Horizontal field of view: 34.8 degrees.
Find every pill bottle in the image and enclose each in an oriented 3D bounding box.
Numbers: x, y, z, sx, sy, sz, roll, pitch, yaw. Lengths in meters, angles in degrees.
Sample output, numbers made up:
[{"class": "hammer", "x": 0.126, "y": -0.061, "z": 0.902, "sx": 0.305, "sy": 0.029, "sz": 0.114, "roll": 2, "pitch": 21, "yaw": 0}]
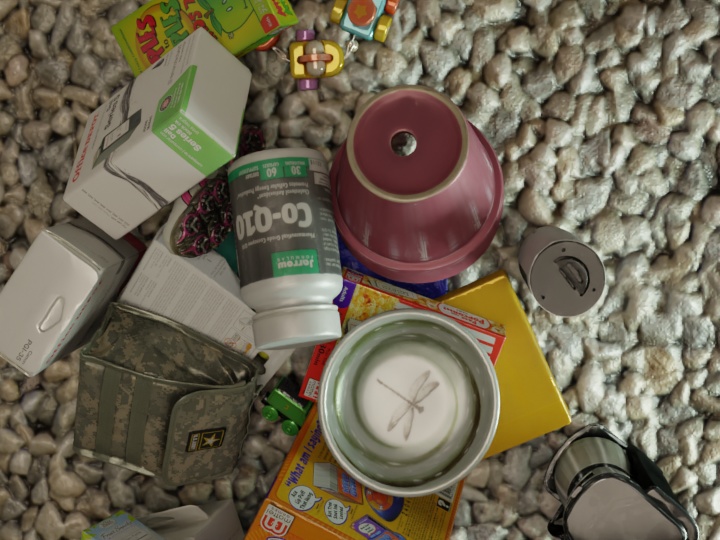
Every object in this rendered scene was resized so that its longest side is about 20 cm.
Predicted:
[{"class": "pill bottle", "x": -0.079, "y": -0.021, "z": 1.239, "sx": 0.112, "sy": 0.113, "sz": 0.202, "roll": -9, "pitch": 80, "yaw": 5}]

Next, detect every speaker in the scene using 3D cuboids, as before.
[{"class": "speaker", "x": 0.217, "y": -0.002, "z": 1.257, "sx": 0.080, "sy": 0.200, "sz": 0.082, "roll": 0, "pitch": 97, "yaw": 4}]

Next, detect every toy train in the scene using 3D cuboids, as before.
[{"class": "toy train", "x": -0.031, "y": 0.199, "z": 1.373, "sx": 0.199, "sy": 0.042, "sz": 0.057, "roll": 35, "pitch": 126, "yaw": -1}, {"class": "toy train", "x": -0.055, "y": -0.295, "z": 1.314, "sx": 0.199, "sy": 0.056, "sz": 0.151, "roll": -30, "pitch": 94, "yaw": 7}]

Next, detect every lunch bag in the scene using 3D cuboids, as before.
[{"class": "lunch bag", "x": -0.220, "y": 0.154, "z": 1.326, "sx": 0.198, "sy": 0.118, "sz": 0.165, "roll": 18, "pitch": 129, "yaw": 1}]

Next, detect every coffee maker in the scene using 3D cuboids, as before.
[{"class": "coffee maker", "x": 0.309, "y": 0.274, "z": 1.285, "sx": 0.190, "sy": 0.200, "sz": 0.136, "roll": 15, "pitch": 99, "yaw": 2}]

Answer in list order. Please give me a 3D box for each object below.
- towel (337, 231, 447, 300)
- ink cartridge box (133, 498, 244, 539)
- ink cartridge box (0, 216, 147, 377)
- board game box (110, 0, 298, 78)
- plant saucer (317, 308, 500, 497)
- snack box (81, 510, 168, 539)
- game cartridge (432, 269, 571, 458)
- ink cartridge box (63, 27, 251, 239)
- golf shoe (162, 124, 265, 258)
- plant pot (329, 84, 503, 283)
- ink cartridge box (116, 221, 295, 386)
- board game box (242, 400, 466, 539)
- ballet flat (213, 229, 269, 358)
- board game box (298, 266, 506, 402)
[{"class": "towel", "x": 0.000, "y": 0.000, "z": 1.349, "sx": 0.198, "sy": 0.050, "sz": 0.149, "roll": -12, "pitch": 95, "yaw": 5}, {"class": "ink cartridge box", "x": -0.203, "y": 0.371, "z": 1.360, "sx": 0.127, "sy": 0.125, "sz": 0.202, "roll": -15, "pitch": 96, "yaw": 18}, {"class": "ink cartridge box", "x": -0.332, "y": 0.021, "z": 1.299, "sx": 0.082, "sy": 0.200, "sz": 0.147, "roll": 35, "pitch": 98, "yaw": -1}, {"class": "board game box", "x": -0.178, "y": -0.277, "z": 1.295, "sx": 0.199, "sy": 0.048, "sz": 0.102, "roll": -25, "pitch": 95, "yaw": 28}, {"class": "plant saucer", "x": 0.051, "y": 0.142, "z": 1.250, "sx": 0.198, "sy": 0.050, "sz": 0.203, "roll": 0, "pitch": 89, "yaw": -5}, {"class": "snack box", "x": -0.219, "y": 0.382, "z": 1.237, "sx": 0.199, "sy": 0.067, "sz": 0.170, "roll": 24, "pitch": 115, "yaw": 27}, {"class": "game cartridge", "x": 0.129, "y": 0.122, "z": 1.345, "sx": 0.175, "sy": 0.032, "sz": 0.202, "roll": -23, "pitch": 102, "yaw": 10}, {"class": "ink cartridge box", "x": -0.223, "y": -0.148, "z": 1.259, "sx": 0.199, "sy": 0.147, "sz": 0.084, "roll": -30, "pitch": 128, "yaw": 31}, {"class": "golf shoe", "x": -0.180, "y": -0.088, "z": 1.297, "sx": 0.091, "sy": 0.201, "sz": 0.073, "roll": 2, "pitch": 134, "yaw": 24}, {"class": "plant pot", "x": 0.057, "y": -0.103, "z": 1.237, "sx": 0.197, "sy": 0.179, "sz": 0.202, "roll": -2, "pitch": 74, "yaw": 6}, {"class": "ink cartridge box", "x": -0.176, "y": 0.053, "z": 1.332, "sx": 0.199, "sy": 0.050, "sz": 0.162, "roll": 34, "pitch": 134, "yaw": -7}, {"class": "board game box", "x": -0.025, "y": 0.310, "z": 1.285, "sx": 0.198, "sy": 0.200, "sz": 0.201, "roll": 28, "pitch": 119, "yaw": 1}, {"class": "ballet flat", "x": -0.150, "y": 0.021, "z": 1.353, "sx": 0.201, "sy": 0.067, "sz": 0.067, "roll": 53, "pitch": 138, "yaw": 8}, {"class": "board game box", "x": 0.047, "y": 0.102, "z": 1.306, "sx": 0.198, "sy": 0.046, "sz": 0.153, "roll": 19, "pitch": 107, "yaw": -1}]
